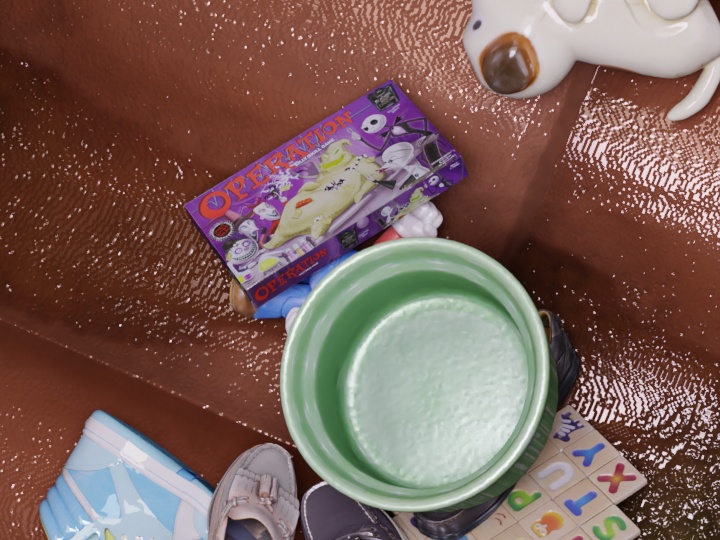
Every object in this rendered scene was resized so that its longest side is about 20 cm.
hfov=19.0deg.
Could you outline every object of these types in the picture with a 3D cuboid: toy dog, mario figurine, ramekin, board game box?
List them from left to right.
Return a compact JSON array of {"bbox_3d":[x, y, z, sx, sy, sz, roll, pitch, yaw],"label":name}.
[{"bbox_3d":[-0.028,-0.063,1.708,0.200,0.032,0.120,-33,43,-8],"label":"board game box"},{"bbox_3d":[0.000,0.000,1.693,0.200,0.106,0.124,6,94,14],"label":"mario figurine"},{"bbox_3d":[0.050,0.083,1.578,0.200,0.098,0.200,-4,76,16],"label":"ramekin"},{"bbox_3d":[0.178,-0.203,1.703,0.200,0.140,0.194,-15,115,4],"label":"toy dog"}]

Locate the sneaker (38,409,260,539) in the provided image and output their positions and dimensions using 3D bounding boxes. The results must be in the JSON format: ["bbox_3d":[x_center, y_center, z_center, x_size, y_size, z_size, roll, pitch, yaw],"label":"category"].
[{"bbox_3d":[-0.167,0.215,1.700,0.200,0.080,0.131,34,85,22],"label":"sneaker"}]

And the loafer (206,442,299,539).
[{"bbox_3d":[-0.083,0.211,1.603,0.072,0.063,0.200,27,54,-11],"label":"loafer"}]

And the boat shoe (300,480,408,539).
[{"bbox_3d":[0.006,0.221,1.581,0.072,0.065,0.200,-28,47,-1],"label":"boat shoe"}]

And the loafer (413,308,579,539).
[{"bbox_3d":[0.097,0.114,1.645,0.073,0.072,0.200,20,62,25],"label":"loafer"}]

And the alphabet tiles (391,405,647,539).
[{"bbox_3d":[0.109,0.182,1.638,0.200,0.006,0.166,-31,48,-16],"label":"alphabet tiles"}]
